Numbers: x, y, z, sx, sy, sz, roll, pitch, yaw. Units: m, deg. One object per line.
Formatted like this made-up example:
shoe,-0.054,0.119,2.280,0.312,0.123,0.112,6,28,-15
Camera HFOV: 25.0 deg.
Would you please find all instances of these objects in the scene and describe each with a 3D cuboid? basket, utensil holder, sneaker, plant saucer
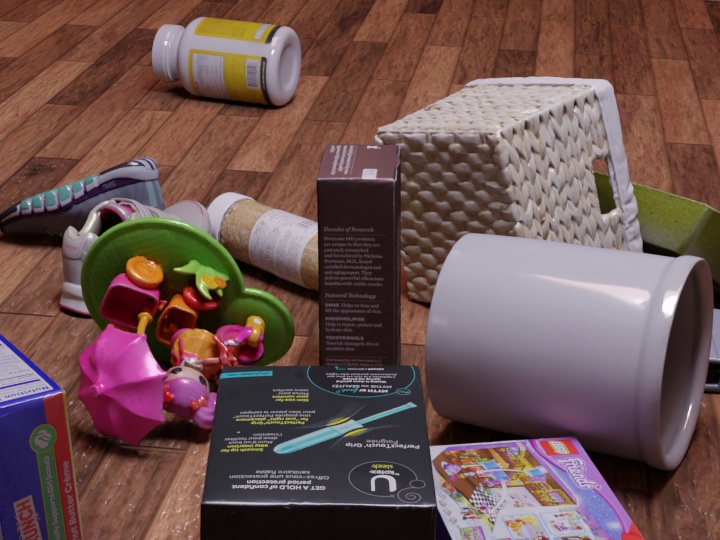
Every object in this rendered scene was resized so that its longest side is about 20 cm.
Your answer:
basket,0.145,-0.072,1.582,0.160,0.201,0.199,-26,20,-36
utensil holder,0.171,0.062,1.326,0.198,0.172,0.170,8,21,24
sneaker,-0.221,-0.033,1.621,0.081,0.089,0.200,14,31,30
sneaker,-0.296,-0.051,1.735,0.198,0.089,0.074,-18,5,22
plant saucer,0.307,-0.033,1.652,0.198,0.048,0.199,22,-6,42

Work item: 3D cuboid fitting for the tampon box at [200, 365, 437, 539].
tampon box,-0.028,0.163,1.094,0.148,0.128,0.200,1,21,-1

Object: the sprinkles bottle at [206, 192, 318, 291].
sprinkles bottle,-0.075,-0.025,1.667,0.199,0.069,0.068,20,27,40

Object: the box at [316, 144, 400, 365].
box,0.000,0.000,1.419,0.074,0.203,0.100,2,20,3

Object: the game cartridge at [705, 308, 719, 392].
game cartridge,0.263,0.067,1.503,0.197,0.042,0.134,3,25,4

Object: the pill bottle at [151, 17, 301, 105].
pill bottle,-0.192,-0.301,2.322,0.197,0.114,0.112,9,22,18

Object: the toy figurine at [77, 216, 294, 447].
toy figurine,-0.160,0.077,1.365,0.198,0.151,0.185,24,33,-10

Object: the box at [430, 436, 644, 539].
box,0.120,0.184,1.174,0.135,0.040,0.200,-3,21,-10

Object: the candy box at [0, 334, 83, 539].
candy box,-0.263,0.128,1.107,0.076,0.171,0.199,-15,27,-30
